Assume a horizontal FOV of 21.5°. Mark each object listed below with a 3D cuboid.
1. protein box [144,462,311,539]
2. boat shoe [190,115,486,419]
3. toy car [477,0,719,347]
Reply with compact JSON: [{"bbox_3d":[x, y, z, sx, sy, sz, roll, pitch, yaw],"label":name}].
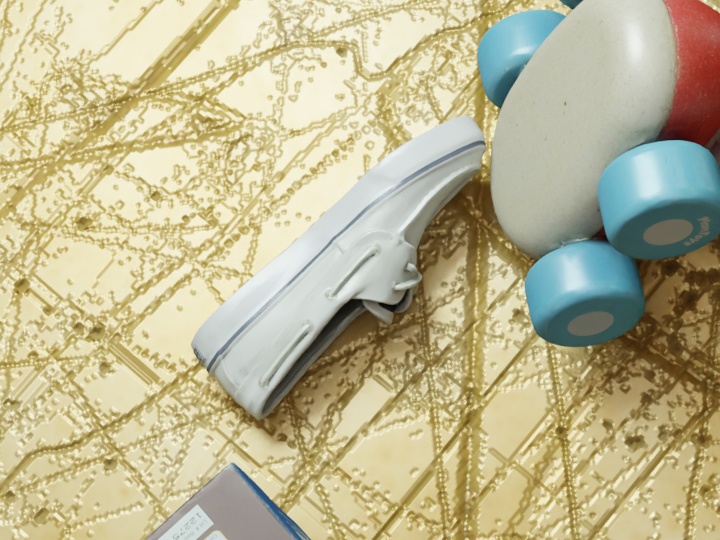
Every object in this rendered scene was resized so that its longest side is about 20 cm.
[{"bbox_3d":[-0.030,0.224,0.904,0.135,0.199,0.200,-41,73,-5],"label":"protein box"},{"bbox_3d":[0.000,0.000,1.033,0.200,0.072,0.066,-40,77,-4],"label":"boat shoe"},{"bbox_3d":[0.185,-0.070,1.008,0.199,0.177,0.185,4,58,-20],"label":"toy car"}]
